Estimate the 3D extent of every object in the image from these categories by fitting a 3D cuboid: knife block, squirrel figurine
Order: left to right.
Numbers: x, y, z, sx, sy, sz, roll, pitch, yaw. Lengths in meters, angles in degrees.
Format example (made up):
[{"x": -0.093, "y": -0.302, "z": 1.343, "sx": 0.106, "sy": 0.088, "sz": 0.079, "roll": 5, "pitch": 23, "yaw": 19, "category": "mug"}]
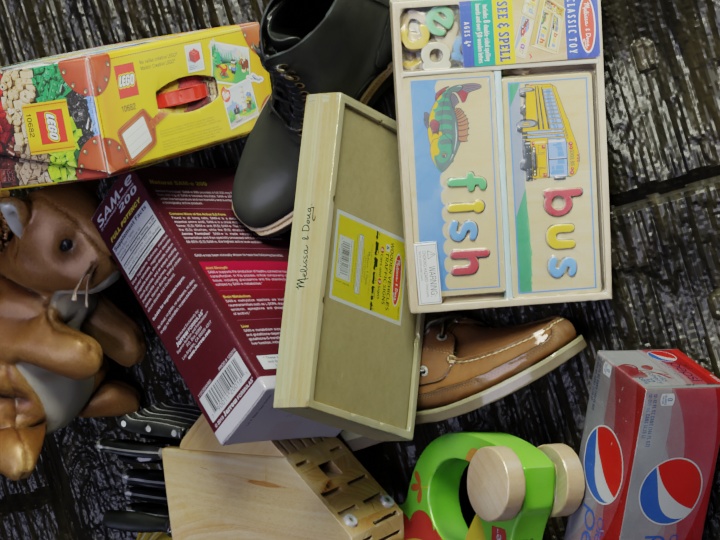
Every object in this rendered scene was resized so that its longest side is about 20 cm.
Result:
[{"x": -0.244, "y": 0.011, "z": 1.568, "sx": 0.200, "sy": 0.141, "sz": 0.187, "roll": 32, "pitch": 125, "yaw": 30, "category": "squirrel figurine"}, {"x": -0.089, "y": 0.162, "z": 1.510, "sx": 0.200, "sy": 0.064, "sz": 0.176, "roll": 47, "pitch": 123, "yaw": 17, "category": "knife block"}]

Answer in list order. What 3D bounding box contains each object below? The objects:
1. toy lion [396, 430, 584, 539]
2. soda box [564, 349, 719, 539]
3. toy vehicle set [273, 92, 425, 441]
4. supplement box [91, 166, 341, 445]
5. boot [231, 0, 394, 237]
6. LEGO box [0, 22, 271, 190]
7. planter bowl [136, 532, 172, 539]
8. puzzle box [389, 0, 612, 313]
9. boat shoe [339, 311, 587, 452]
[{"x": 0.063, "y": 0.202, "z": 1.459, "sx": 0.192, "sy": 0.068, "sz": 0.201, "roll": 11, "pitch": 99, "yaw": 57, "category": "toy lion"}, {"x": 0.175, "y": 0.154, "z": 1.393, "sx": 0.070, "sy": 0.063, "sz": 0.201, "roll": -138, "pitch": 52, "yaw": -60, "category": "soda box"}, {"x": 0.000, "y": 0.000, "z": 1.394, "sx": 0.026, "sy": 0.124, "sz": 0.201, "roll": -2, "pitch": 75, "yaw": 33, "category": "toy vehicle set"}, {"x": -0.086, "y": 0.020, "z": 1.470, "sx": 0.061, "sy": 0.109, "sz": 0.200, "roll": -51, "pitch": 57, "yaw": 31, "category": "supplement box"}, {"x": -0.048, "y": -0.114, "z": 1.413, "sx": 0.077, "sy": 0.138, "sz": 0.200, "roll": 37, "pitch": 106, "yaw": 22, "category": "boot"}, {"x": -0.174, "y": -0.109, "z": 1.469, "sx": 0.149, "sy": 0.200, "sz": 0.077, "roll": -5, "pitch": 99, "yaw": 31, "category": "LEGO box"}, {"x": -0.105, "y": 0.248, "z": 1.582, "sx": 0.200, "sy": 0.083, "sz": 0.201, "roll": 7, "pitch": 104, "yaw": 29, "category": "planter bowl"}, {"x": 0.090, "y": -0.075, "z": 1.388, "sx": 0.133, "sy": 0.025, "sz": 0.201, "roll": -5, "pitch": 101, "yaw": -2, "category": "puzzle box"}, {"x": 0.053, "y": 0.061, "z": 1.452, "sx": 0.200, "sy": 0.072, "sz": 0.068, "roll": -23, "pitch": 90, "yaw": 32, "category": "boat shoe"}]
